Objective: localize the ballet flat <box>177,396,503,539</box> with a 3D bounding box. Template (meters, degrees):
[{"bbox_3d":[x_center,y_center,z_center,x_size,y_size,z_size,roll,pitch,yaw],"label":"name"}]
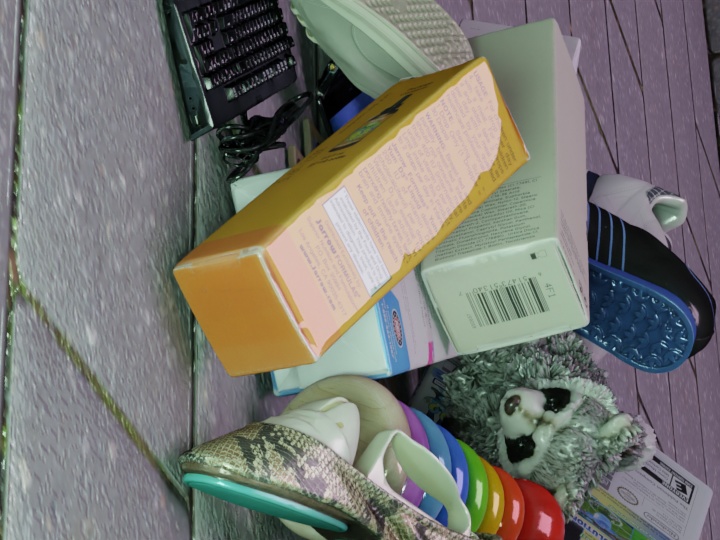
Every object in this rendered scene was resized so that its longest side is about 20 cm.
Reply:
[{"bbox_3d":[-0.004,0.105,1.354,0.200,0.068,0.075,35,70,-36],"label":"ballet flat"}]

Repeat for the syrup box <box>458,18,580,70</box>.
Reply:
[{"bbox_3d":[0.084,-0.048,1.803,0.081,0.079,0.200,-68,166,-62],"label":"syrup box"}]

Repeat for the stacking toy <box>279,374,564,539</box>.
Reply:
[{"bbox_3d":[0.038,0.118,1.491,0.200,0.085,0.086,27,53,-51],"label":"stacking toy"}]

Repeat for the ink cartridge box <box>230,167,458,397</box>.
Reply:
[{"bbox_3d":[0.000,0.000,1.545,0.200,0.068,0.115,-8,86,-75],"label":"ink cartridge box"}]

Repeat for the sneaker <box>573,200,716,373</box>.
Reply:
[{"bbox_3d":[0.123,-0.011,1.716,0.070,0.200,0.078,-58,169,23],"label":"sneaker"}]

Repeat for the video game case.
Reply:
[{"bbox_3d":[0.115,0.127,1.730,0.200,0.022,0.182,37,31,-4],"label":"video game case"}]

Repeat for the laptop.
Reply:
[{"bbox_3d":[0.042,-0.116,1.743,0.103,0.200,0.177,35,15,1],"label":"laptop"}]

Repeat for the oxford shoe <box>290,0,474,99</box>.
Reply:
[{"bbox_3d":[-0.018,-0.156,1.579,0.200,0.058,0.075,43,39,-28],"label":"oxford shoe"}]

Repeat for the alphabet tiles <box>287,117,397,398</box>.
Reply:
[{"bbox_3d":[-0.009,0.013,1.662,0.200,0.006,0.167,54,29,-62],"label":"alphabet tiles"}]

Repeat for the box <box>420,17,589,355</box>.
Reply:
[{"bbox_3d":[0.082,-0.049,1.600,0.200,0.082,0.068,-84,156,-49],"label":"box"}]

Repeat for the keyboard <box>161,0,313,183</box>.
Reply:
[{"bbox_3d":[-0.052,-0.109,1.490,0.200,0.040,0.104,-45,123,-73],"label":"keyboard"}]

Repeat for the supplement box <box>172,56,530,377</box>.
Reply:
[{"bbox_3d":[0.000,-0.029,1.395,0.200,0.066,0.069,-44,112,-41],"label":"supplement box"}]

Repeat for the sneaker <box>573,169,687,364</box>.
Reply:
[{"bbox_3d":[0.153,0.007,1.794,0.200,0.080,0.077,-71,170,-46],"label":"sneaker"}]

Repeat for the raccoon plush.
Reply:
[{"bbox_3d":[0.141,0.094,1.644,0.200,0.134,0.097,8,110,-40],"label":"raccoon plush"}]
